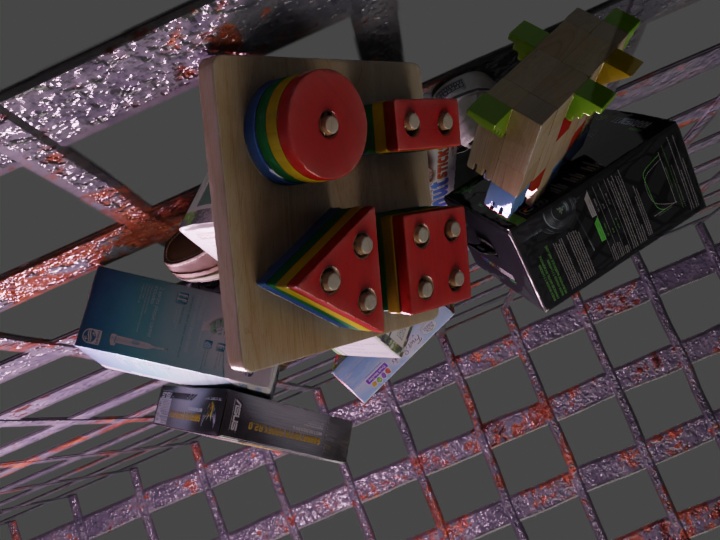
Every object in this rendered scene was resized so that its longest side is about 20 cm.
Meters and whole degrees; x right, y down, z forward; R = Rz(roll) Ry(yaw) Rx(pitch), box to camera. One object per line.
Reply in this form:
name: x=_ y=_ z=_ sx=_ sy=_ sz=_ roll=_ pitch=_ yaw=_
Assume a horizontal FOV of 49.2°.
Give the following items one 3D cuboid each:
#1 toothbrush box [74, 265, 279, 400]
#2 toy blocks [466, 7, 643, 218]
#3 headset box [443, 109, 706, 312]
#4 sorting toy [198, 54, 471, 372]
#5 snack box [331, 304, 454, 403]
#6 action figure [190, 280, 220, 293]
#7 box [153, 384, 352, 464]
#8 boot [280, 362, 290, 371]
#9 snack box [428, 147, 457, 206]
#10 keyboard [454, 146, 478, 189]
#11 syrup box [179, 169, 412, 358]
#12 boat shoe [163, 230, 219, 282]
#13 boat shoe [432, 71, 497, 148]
toothbrush box: x=-0.180 y=0.074 z=0.835 sx=0.196 sy=0.087 sz=0.147 roll=13 pitch=163 yaw=-1
toy blocks: x=0.150 y=-0.120 z=0.665 sx=0.200 sy=0.099 sz=0.138 roll=-44 pitch=158 yaw=-32
headset box: x=0.197 y=-0.065 z=0.779 sx=0.198 sy=0.094 sz=0.174 roll=-32 pitch=-159 yaw=-3
sorting toy: x=-0.003 y=-0.047 z=0.553 sx=0.196 sy=0.205 sz=0.069 roll=-11 pitch=-171 yaw=-43
snack box: x=0.047 y=0.061 z=1.054 sx=0.169 sy=0.068 sz=0.200 roll=-46 pitch=-171 yaw=16
action figure: x=-0.135 y=0.018 z=0.895 sx=0.127 sy=0.071 sz=0.201 roll=-6 pitch=157 yaw=-4
box: x=-0.127 y=0.172 z=0.889 sx=0.156 sy=0.049 sz=0.198 roll=21 pitch=164 yaw=-31
boot: x=-0.180 y=0.100 z=0.954 sx=0.196 sy=0.077 sz=0.074 roll=14 pitch=-172 yaw=0
snack box: x=0.065 y=-0.092 z=0.848 sx=0.071 sy=0.025 sz=0.201 roll=-20 pitch=157 yaw=-4
keyboard: x=0.068 y=-0.097 z=0.934 sx=0.197 sy=0.040 sz=0.104 roll=-24 pitch=144 yaw=12
syrup box: x=-0.038 y=-0.013 z=0.625 sx=0.080 sy=0.080 sz=0.199 roll=-3 pitch=146 yaw=46
boat shoe: x=-0.095 y=-0.063 z=0.690 sx=0.197 sy=0.077 sz=0.074 roll=-29 pitch=137 yaw=14
boat shoe: x=0.139 y=-0.140 z=0.765 sx=0.071 sy=0.067 sz=0.199 roll=-28 pitch=167 yaw=26
